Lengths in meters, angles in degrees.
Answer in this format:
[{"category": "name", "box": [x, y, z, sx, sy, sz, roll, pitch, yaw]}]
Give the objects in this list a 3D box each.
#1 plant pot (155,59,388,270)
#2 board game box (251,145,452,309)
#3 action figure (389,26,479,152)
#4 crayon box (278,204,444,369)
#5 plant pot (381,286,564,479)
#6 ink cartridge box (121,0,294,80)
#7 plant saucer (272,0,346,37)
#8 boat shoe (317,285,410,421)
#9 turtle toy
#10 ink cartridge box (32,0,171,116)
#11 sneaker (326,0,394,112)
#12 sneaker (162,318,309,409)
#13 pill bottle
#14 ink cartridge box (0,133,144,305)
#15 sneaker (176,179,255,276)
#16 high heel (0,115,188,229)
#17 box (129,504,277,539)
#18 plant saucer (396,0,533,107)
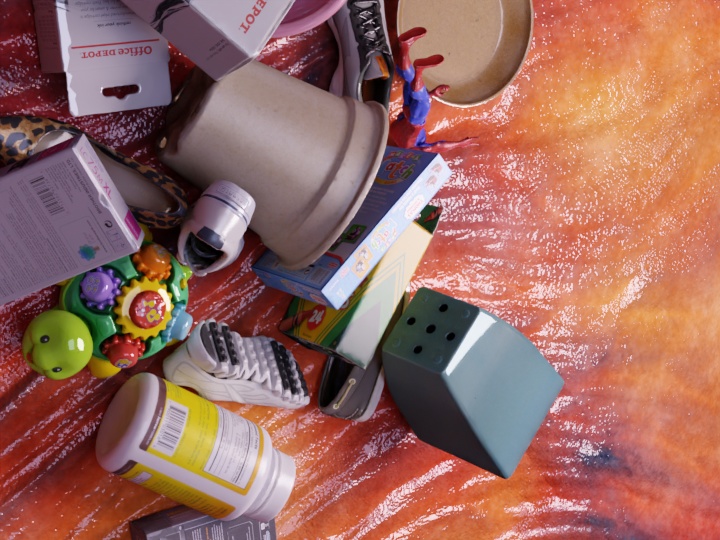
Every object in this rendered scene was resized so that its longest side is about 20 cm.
[{"category": "plant pot", "box": [-0.102, -0.129, 1.371, 0.183, 0.200, 0.201, 29, 82, -23]}, {"category": "board game box", "box": [-0.011, -0.054, 1.453, 0.200, 0.151, 0.037, -50, 121, -15]}, {"category": "action figure", "box": [0.085, -0.190, 1.493, 0.099, 0.065, 0.200, -18, 151, -16]}, {"category": "crayon box", "box": [0.000, 0.000, 1.486, 0.051, 0.127, 0.201, 33, 79, -33]}, {"category": "plant pot", "box": [0.117, 0.117, 1.533, 0.142, 0.141, 0.200, -57, 142, -16]}, {"category": "ink cartridge box", "box": [-0.158, -0.300, 1.251, 0.200, 0.083, 0.147, 40, 62, -18]}, {"category": "plant saucer", "box": [-0.090, -0.340, 1.363, 0.199, 0.051, 0.202, 1, 98, 4]}, {"category": "boat shoe", "box": [0.002, 0.075, 1.533, 0.060, 0.072, 0.203, 12, 96, -39]}, {"category": "turtle toy", "box": [-0.252, 0.043, 1.342, 0.199, 0.101, 0.146, -29, 113, -26]}, {"category": "ink cartridge box", "box": [-0.257, -0.258, 1.304, 0.116, 0.068, 0.201, -12, 104, -32]}, {"category": "sneaker", "box": [0.007, -0.253, 1.474, 0.074, 0.079, 0.201, -9, 102, -30]}, {"category": "sneaker", "box": [-0.133, 0.113, 1.459, 0.081, 0.075, 0.200, -34, 143, 23]}, {"category": "pill bottle", "box": [-0.170, 0.194, 1.405, 0.199, 0.109, 0.110, 30, 82, -26]}, {"category": "ink cartridge box", "box": [-0.322, -0.040, 1.273, 0.199, 0.042, 0.120, -22, 115, 14]}, {"category": "sneaker", "box": [-0.159, -0.030, 1.342, 0.073, 0.200, 0.071, 33, 70, 0]}, {"category": "high heel", "box": [-0.262, -0.100, 1.284, 0.199, 0.142, 0.072, 26, 84, -34]}, {"category": "box", "box": [-0.166, 0.357, 1.486, 0.158, 0.048, 0.201, -13, 105, -30]}, {"category": "plant saucer", "box": [0.116, -0.294, 1.563, 0.199, 0.035, 0.201, -7, 102, -32]}]
